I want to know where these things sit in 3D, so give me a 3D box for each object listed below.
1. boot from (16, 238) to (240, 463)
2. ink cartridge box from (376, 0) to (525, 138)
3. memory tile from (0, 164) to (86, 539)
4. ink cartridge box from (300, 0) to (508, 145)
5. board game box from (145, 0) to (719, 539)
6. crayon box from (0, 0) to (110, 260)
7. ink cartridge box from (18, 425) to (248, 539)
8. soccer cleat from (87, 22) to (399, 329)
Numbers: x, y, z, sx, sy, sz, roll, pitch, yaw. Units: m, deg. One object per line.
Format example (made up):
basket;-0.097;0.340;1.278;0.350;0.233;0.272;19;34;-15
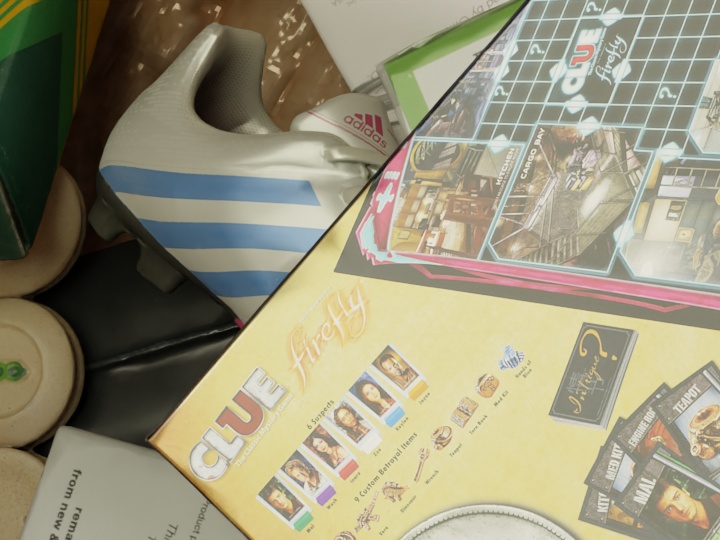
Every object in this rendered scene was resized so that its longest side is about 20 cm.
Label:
boot;-0.093;0.000;0.900;0.200;0.066;0.165;-14;78;20
ink cartridge box;0.078;0.027;0.745;0.059;0.104;0.200;-26;78;11
memory tile;-0.185;0.037;0.885;0.200;0.017;0.154;-2;80;17
ink cartridge box;0.061;-0.066;0.855;0.116;0.067;0.200;-32;73;10
board game box;0.060;0.014;0.679;0.135;0.035;0.200;43;94;15
crayon box;-0.156;-0.082;0.897;0.126;0.052;0.200;-5;40;13
ink cartridge box;0.012;0.121;0.782;0.200;0.147;0.083;14;80;22
soccer cleat;0.000;0.000;0.802;0.200;0.070;0.086;40;104;24
